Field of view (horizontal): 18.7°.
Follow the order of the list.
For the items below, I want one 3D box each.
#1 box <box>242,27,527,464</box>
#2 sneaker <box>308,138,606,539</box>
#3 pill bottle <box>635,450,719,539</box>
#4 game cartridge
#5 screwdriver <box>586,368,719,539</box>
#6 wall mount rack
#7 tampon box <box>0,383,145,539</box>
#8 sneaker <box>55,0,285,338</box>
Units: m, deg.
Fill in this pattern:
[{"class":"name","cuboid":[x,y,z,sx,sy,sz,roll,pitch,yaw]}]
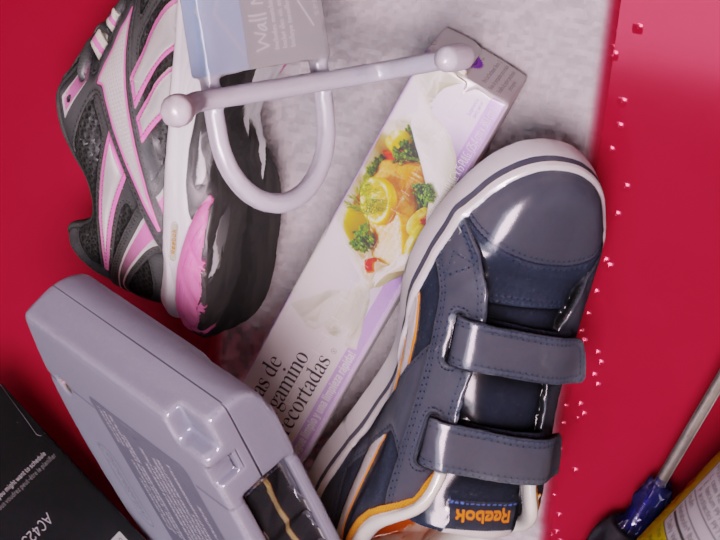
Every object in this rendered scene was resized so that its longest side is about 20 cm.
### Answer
[{"class":"box","cuboid":[0.000,0.000,0.863,0.039,0.041,0.201,31,117,4]},{"class":"sneaker","cuboid":[0.046,0.049,0.836,0.078,0.080,0.201,7,125,-28]},{"class":"pill bottle","cuboid":[0.162,0.118,0.816,0.109,0.109,0.200,40,110,-1]},{"class":"game cartridge","cuboid":[-0.056,0.092,0.851,0.133,0.040,0.201,26,151,41]},{"class":"screwdriver","cuboid":[0.128,0.072,0.861,0.029,0.028,0.201,18,117,-25]},{"class":"wall mount rack","cuboid":[-0.037,-0.117,0.731,0.074,0.173,0.202,-5,97,40]},{"class":"tampon box","cuboid":[-0.196,0.171,0.905,0.126,0.150,0.200,47,128,-3]},{"class":"sneaker","cuboid":[-0.078,-0.077,0.839,0.086,0.080,0.202,16,108,22]}]
